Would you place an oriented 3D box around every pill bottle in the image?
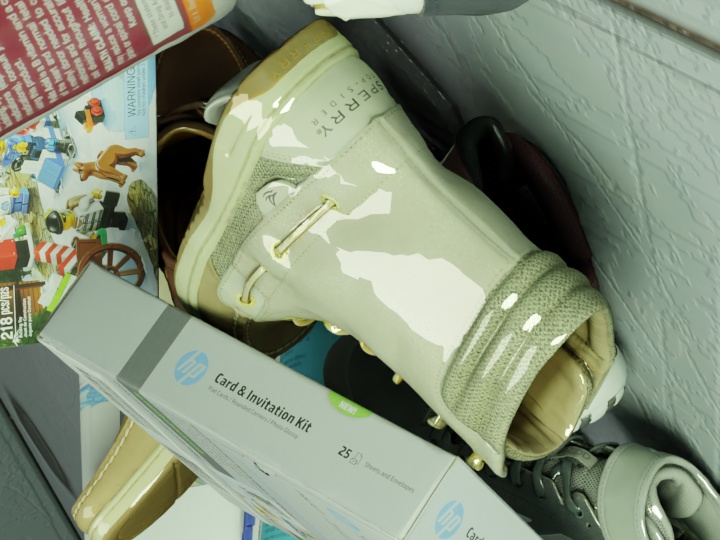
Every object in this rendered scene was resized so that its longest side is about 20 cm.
[{"bbox_3d":[-0.157,-0.100,1.052,0.114,0.200,0.114,59,173,12],"label":"pill bottle"}]

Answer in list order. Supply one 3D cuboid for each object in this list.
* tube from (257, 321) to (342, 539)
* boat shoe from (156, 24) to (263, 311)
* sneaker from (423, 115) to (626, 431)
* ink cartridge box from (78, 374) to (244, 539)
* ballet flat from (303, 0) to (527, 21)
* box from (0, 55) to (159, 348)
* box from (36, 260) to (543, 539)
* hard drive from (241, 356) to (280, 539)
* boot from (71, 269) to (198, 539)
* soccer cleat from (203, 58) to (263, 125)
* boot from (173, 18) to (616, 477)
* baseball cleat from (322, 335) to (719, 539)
[{"bbox_3d":[-0.018,0.044,1.265,0.077,0.050,0.201,136,140,-62],"label":"tube"},{"bbox_3d":[-0.065,-0.049,1.272,0.068,0.072,0.200,52,-161,-41],"label":"boat shoe"},{"bbox_3d":[0.029,-0.034,1.093,0.200,0.076,0.116,39,154,29],"label":"sneaker"},{"bbox_3d":[-0.089,0.068,1.454,0.145,0.087,0.201,48,-139,-79],"label":"ink cartridge box"},{"bbox_3d":[-0.001,-0.116,0.983,0.073,0.073,0.200,63,166,-24],"label":"ballet flat"},{"bbox_3d":[-0.153,-0.061,1.174,0.038,0.136,0.201,-120,27,-57],"label":"box"},{"bbox_3d":[-0.011,0.080,1.082,0.200,0.041,0.156,27,168,40],"label":"box"},{"bbox_3d":[-0.034,0.087,1.433,0.132,0.025,0.201,76,-167,-56],"label":"hard drive"},{"bbox_3d":[-0.118,0.016,1.350,0.155,0.200,0.073,32,172,7],"label":"boot"},{"bbox_3d":[0.000,0.000,1.205,0.069,0.078,0.200,-37,82,35],"label":"soccer cleat"},{"bbox_3d":[0.012,0.015,1.023,0.155,0.072,0.200,42,155,13],"label":"boot"},{"bbox_3d":[0.078,0.076,1.125,0.200,0.070,0.106,36,152,2],"label":"baseball cleat"}]
